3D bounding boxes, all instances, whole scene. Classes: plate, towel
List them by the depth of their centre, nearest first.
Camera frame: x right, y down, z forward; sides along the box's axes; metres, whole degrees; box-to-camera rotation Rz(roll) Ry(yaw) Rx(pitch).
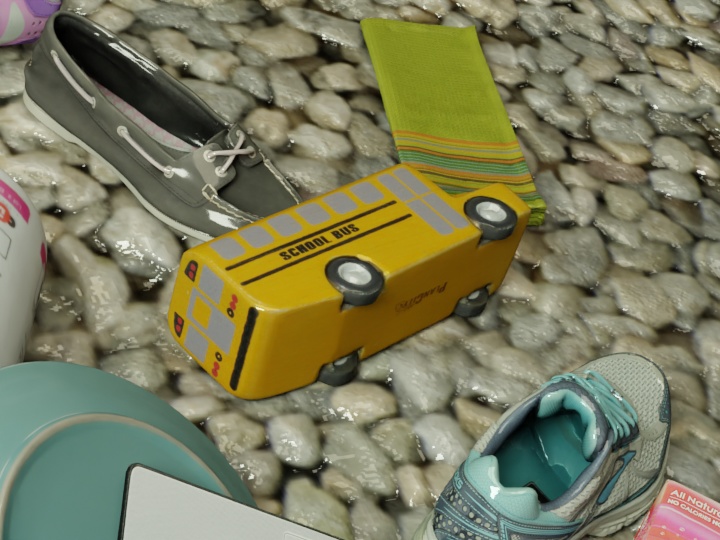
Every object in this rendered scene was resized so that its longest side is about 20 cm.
[{"bbox_3d":[-0.092,0.123,0.663,0.200,0.026,0.201,31,42,-32],"label":"plate"},{"bbox_3d":[0.056,-0.101,1.078,0.085,0.018,0.201,6,40,-18],"label":"towel"}]

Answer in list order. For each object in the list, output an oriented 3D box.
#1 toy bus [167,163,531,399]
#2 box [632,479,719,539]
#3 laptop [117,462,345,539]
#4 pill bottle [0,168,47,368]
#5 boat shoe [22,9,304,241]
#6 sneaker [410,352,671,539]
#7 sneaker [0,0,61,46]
[{"bbox_3d":[0.000,0.000,0.895,0.078,0.065,0.199,40,43,27],"label":"toy bus"},{"bbox_3d":[0.193,0.191,0.721,0.199,0.095,0.103,27,38,9],"label":"box"},{"bbox_3d":[0.012,0.161,0.615,0.187,0.116,0.201,25,45,-26],"label":"laptop"},{"bbox_3d":[-0.203,0.044,0.716,0.113,0.114,0.201,12,38,-9],"label":"pill bottle"},{"bbox_3d":[-0.108,-0.077,0.946,0.199,0.057,0.067,33,40,17],"label":"boat shoe"},{"bbox_3d":[0.105,0.087,0.817,0.077,0.087,0.200,34,41,17],"label":"sneaker"},{"bbox_3d":[-0.240,-0.201,1.032,0.088,0.081,0.201,-3,48,-35],"label":"sneaker"}]
